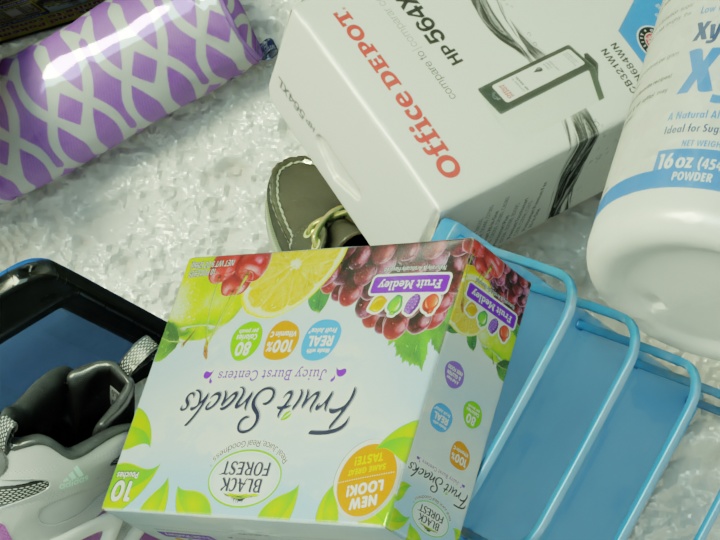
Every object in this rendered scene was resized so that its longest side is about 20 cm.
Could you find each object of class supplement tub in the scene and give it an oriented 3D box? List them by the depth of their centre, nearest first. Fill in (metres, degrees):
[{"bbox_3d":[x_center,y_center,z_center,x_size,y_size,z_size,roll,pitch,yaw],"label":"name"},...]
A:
[{"bbox_3d":[0.196,-0.068,0.996,0.131,0.132,0.201,11,63,16],"label":"supplement tub"}]

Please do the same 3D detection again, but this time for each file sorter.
[{"bbox_3d":[0.107,0.090,1.010,0.122,0.200,0.139,20,79,58],"label":"file sorter"}]

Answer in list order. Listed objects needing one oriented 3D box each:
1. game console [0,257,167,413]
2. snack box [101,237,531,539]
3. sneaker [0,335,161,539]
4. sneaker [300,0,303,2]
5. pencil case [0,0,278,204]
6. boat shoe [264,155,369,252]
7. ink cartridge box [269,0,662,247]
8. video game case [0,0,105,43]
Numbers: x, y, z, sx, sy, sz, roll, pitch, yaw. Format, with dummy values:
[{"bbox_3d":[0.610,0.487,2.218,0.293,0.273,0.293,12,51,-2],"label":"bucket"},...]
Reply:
[{"bbox_3d":[-0.181,0.100,1.094,0.170,0.200,0.119,-30,70,9],"label":"game console"},{"bbox_3d":[-0.024,0.062,0.970,0.199,0.053,0.143,-4,61,45],"label":"snack box"},{"bbox_3d":[-0.128,0.095,1.071,0.077,0.200,0.141,31,110,24],"label":"sneaker"},{"bbox_3d":[-0.012,-0.230,1.207,0.081,0.075,0.201,-12,73,20],"label":"sneaker"},{"bbox_3d":[-0.155,-0.119,1.209,0.199,0.084,0.086,-28,36,4],"label":"pencil case"},{"bbox_3d":[0.003,-0.001,1.125,0.072,0.060,0.202,-27,53,-10],"label":"boat shoe"},{"bbox_3d":[0.073,-0.103,1.102,0.199,0.084,0.146,-27,70,-25],"label":"ink cartridge box"},{"bbox_3d":[-0.235,-0.167,1.186,0.199,0.181,0.026,-15,80,10],"label":"video game case"}]
